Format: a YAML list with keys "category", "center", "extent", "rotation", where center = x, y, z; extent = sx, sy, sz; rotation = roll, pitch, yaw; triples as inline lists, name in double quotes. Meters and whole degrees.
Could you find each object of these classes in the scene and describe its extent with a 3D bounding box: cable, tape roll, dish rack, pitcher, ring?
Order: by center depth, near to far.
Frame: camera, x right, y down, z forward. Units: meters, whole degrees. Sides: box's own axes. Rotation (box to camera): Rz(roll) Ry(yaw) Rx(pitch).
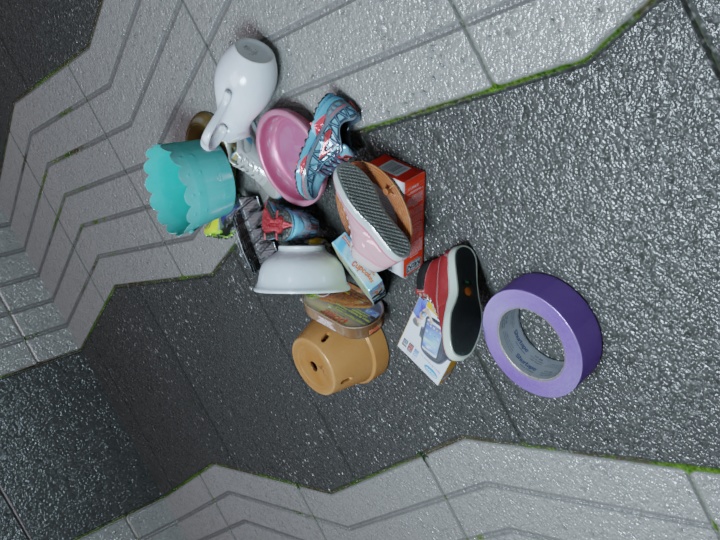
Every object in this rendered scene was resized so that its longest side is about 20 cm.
- category: "tape roll"
  center: [0.302, 0.109, 1.417]
  extent: [0.199, 0.065, 0.203]
  rotation: [31, 137, 33]
- category: "ring"
  center: [0.019, -0.101, 1.544]
  extent: [0.199, 0.019, 0.203]
  rotation: [32, 136, 37]
- category: "pitcher"
  center: [-0.245, -0.338, 1.656]
  extent: [0.120, 0.172, 0.201]
  rotation: [30, 131, 3]
- category: "cable"
  center: [-0.119, -0.051, 1.847]
  extent: [0.199, 0.050, 0.098]
  rotation: [37, 143, 45]
- category: "dish rack"
  center: [-0.242, -0.077, 1.852]
  extent: [0.054, 0.200, 0.156]
  rotation: [-16, 105, 16]

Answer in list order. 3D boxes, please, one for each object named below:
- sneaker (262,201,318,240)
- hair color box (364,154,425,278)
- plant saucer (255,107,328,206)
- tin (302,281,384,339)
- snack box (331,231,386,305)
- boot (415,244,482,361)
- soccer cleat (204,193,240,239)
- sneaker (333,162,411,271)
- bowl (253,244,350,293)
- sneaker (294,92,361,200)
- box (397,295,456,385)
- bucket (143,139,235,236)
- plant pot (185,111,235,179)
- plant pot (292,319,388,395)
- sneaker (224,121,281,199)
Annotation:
- category: "sneaker"
  center: [-0.147, -0.095, 1.783]
  extent: [0.199, 0.094, 0.081]
  rotation: [28, 112, 62]
- category: "hair color box"
  center: [0.063, -0.100, 1.559]
  extent: [0.101, 0.061, 0.203]
  rotation: [29, 134, 35]
- category: "plant saucer"
  center: [-0.130, -0.232, 1.703]
  extent: [0.199, 0.051, 0.203]
  rotation: [28, 133, 34]
- category: "tin"
  center: [-0.036, 0.079, 1.765]
  extent: [0.198, 0.111, 0.042]
  rotation: [27, 135, 37]
- category: "snack box"
  center: [0.000, 0.000, 1.643]
  extent: [0.117, 0.037, 0.200]
  rotation: [52, 177, 10]
- category: "boot"
  center: [0.148, 0.069, 1.514]
  extent: [0.144, 0.071, 0.204]
  rotation: [-25, 57, 56]
- category: "soccer cleat"
  center: [-0.324, -0.128, 2.025]
  extent: [0.199, 0.064, 0.085]
  rotation: [-25, 66, 59]
- category: "sneaker"
  center: [-0.001, -0.085, 1.497]
  extent: [0.202, 0.075, 0.104]
  rotation: [55, 140, 1]
- category: "bowl"
  center: [-0.118, -0.005, 1.697]
  extent: [0.199, 0.199, 0.092]
  rotation: [2, 95, 49]
- category: "sneaker"
  center: [-0.057, -0.218, 1.561]
  extent: [0.094, 0.079, 0.203]
  rotation: [24, 107, 17]
- category: "box"
  center: [0.143, 0.135, 1.652]
  extent: [0.119, 0.041, 0.202]
  rotation: [43, 140, 21]
- category: "bucket"
  center: [-0.379, -0.192, 1.883]
  extent: [0.206, 0.133, 0.211]
  rotation: [28, 127, 44]
- category: "plant pot"
  center: [-0.353, -0.263, 1.952]
  extent: [0.199, 0.027, 0.203]
  rotation: [27, 127, 42]
- category: "plant pot"
  center: [-0.055, 0.174, 1.836]
  extent: [0.199, 0.139, 0.203]
  rotation: [31, 136, 35]
- category: "sneaker"
  center: [-0.232, -0.234, 1.803]
  extent: [0.202, 0.080, 0.076]
  rotation: [56, 143, 0]
